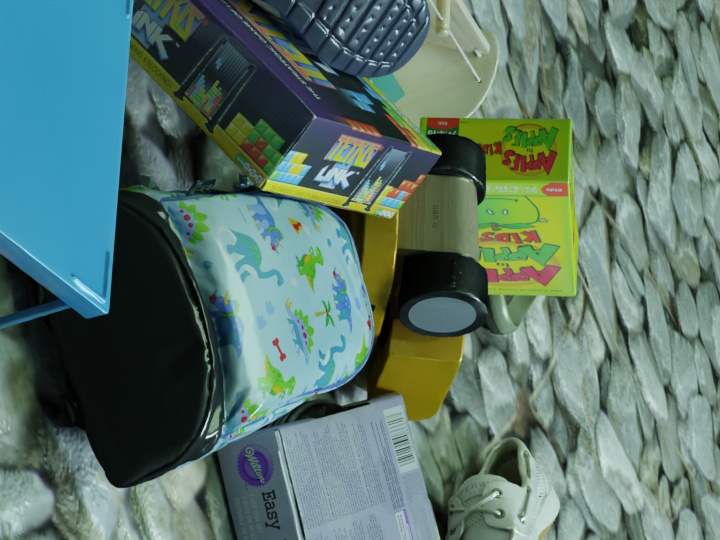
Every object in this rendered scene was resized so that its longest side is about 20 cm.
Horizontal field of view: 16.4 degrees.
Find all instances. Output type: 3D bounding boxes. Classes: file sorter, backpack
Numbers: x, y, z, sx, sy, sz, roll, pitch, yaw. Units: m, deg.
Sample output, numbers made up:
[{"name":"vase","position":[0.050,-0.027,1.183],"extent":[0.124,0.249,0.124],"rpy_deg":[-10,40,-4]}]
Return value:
[{"name":"file sorter","position":[-0.201,-0.084,1.199],"extent":[0.139,0.122,0.201],"rpy_deg":[43,41,-49]},{"name":"backpack","position":[-0.080,0.025,1.391],"extent":[0.200,0.153,0.164],"rpy_deg":[16,55,-77]}]

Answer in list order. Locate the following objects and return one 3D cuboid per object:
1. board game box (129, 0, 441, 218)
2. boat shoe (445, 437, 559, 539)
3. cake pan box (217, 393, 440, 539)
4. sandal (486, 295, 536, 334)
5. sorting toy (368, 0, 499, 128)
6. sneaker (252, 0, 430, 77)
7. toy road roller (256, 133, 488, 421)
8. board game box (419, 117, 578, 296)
[{"name":"board game box","position":[-0.065,-0.122,1.454],"extent":[0.200,0.057,0.165],"rpy_deg":[46,14,22]},{"name":"boat shoe","position":[0.086,0.174,1.711],"extent":[0.200,0.070,0.070],"rpy_deg":[-58,127,-68]},{"name":"cake pan box","position":[-0.008,0.177,1.536],"extent":[0.184,0.052,0.202],"rpy_deg":[-12,88,-66]},{"name":"sandal","position":[0.137,-0.020,1.924],"extent":[0.080,0.057,0.202],"rpy_deg":[61,29,-28]},{"name":"sorting toy","position":[0.008,-0.123,1.685],"extent":[0.200,0.106,0.181],"rpy_deg":[49,47,-61]},{"name":"sneaker","position":[-0.042,-0.182,1.439],"extent":[0.199,0.074,0.082],"rpy_deg":[30,15,-32]},{"name":"toy road roller","position":[0.000,0.000,1.601],"extent":[0.200,0.145,0.124],"rpy_deg":[105,-12,-59]},{"name":"board game box","position":[0.097,-0.041,1.719],"extent":[0.200,0.101,0.048],"rpy_deg":[75,17,-67]}]
